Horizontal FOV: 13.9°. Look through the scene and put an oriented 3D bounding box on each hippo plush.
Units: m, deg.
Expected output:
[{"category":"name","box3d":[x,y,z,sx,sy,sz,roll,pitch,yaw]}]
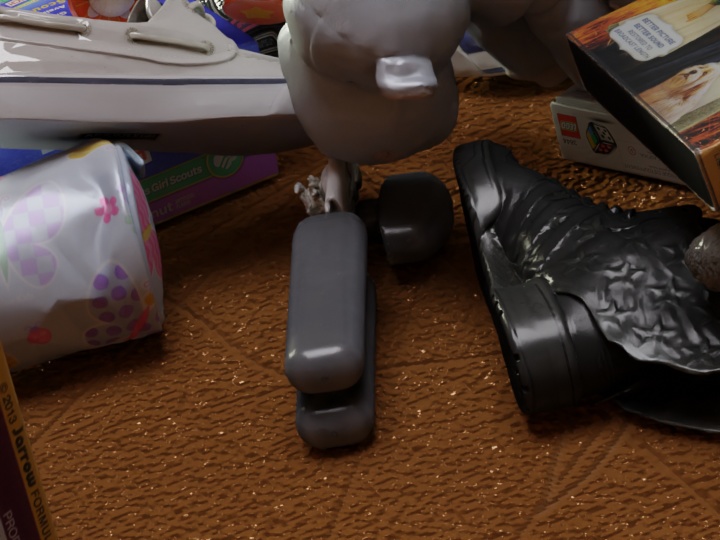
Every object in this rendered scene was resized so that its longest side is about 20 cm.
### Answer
[{"category":"hippo plush","box3d":[0.049,-0.115,1.238,0.159,0.200,0.161,34,58,16]}]

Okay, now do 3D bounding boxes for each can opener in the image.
[{"category":"can opener","box3d":[0.000,0.000,1.232,0.066,0.053,0.200,-7,29,10]}]

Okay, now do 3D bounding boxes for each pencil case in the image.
[{"category":"pencil case","box3d":[-0.182,0.007,1.261,0.199,0.083,0.091,-13,62,-2]}]

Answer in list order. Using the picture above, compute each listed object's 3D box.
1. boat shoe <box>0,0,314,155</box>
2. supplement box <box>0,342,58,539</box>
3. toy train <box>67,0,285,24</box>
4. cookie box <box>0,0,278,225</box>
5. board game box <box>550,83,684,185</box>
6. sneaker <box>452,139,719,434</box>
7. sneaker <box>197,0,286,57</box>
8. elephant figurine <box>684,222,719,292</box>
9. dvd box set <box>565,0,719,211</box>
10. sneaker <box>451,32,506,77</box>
[{"category":"boat shoe","box3d":[-0.088,-0.088,1.297,0.199,0.066,0.072,-1,-11,-16]},{"category":"supplement box","box3d":[-0.219,0.073,1.110,0.200,0.131,0.103,16,39,43]},{"category":"toy train","box3d":[-0.102,-0.136,1.321,0.199,0.056,0.150,-7,-2,7]},{"category":"cookie box","box3d":[-0.159,-0.079,1.415,0.171,0.075,0.200,-22,30,-19]},{"category":"board game box","box3d":[0.198,-0.099,1.345,0.126,0.035,0.200,16,39,43]},{"category":"sneaker","box3d":[0.102,0.002,1.184,0.104,0.060,0.200,-14,34,0]},{"category":"sneaker","box3d":[-0.053,-0.141,1.484,0.080,0.075,0.200,-23,29,-17]},{"category":"elephant figurine","box3d":[0.210,0.033,1.025,0.199,0.142,0.155,-10,-6,14]},{"category":"dvd box set","box3d":[0.194,-0.100,1.135,0.199,0.029,0.146,-25,27,-5]},{"category":"sneaker","box3d":[0.112,-0.172,1.385,0.199,0.115,0.081,-18,14,34]}]
